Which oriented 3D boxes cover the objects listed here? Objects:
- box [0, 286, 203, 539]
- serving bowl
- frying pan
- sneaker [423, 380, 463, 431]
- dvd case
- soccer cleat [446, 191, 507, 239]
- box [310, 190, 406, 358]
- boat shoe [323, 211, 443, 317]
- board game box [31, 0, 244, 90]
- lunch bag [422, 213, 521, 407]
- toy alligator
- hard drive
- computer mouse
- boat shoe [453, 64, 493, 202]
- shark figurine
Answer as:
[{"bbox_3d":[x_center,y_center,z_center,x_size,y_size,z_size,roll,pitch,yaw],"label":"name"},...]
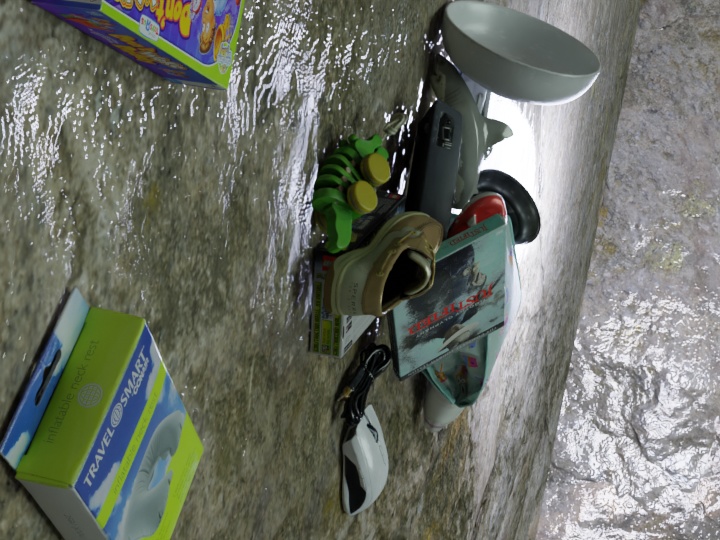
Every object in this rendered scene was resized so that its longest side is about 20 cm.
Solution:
[{"bbox_3d":[-0.161,0.117,0.903,0.201,0.047,0.123,77,27,-55],"label":"box"},{"bbox_3d":[0.182,-0.249,1.648,0.200,0.198,0.066,-50,163,-60],"label":"serving bowl"},{"bbox_3d":[0.161,-0.077,1.830,0.031,0.189,0.116,-40,111,-32],"label":"frying pan"},{"bbox_3d":[0.124,0.142,1.910,0.200,0.074,0.100,-57,170,-55],"label":"sneaker"},{"bbox_3d":[0.094,0.033,1.509,0.145,0.022,0.201,-27,149,-13],"label":"dvd case"},{"bbox_3d":[0.114,-0.026,1.562,0.201,0.068,0.086,103,-21,-46],"label":"soccer cleat"},{"bbox_3d":[0.000,0.000,1.418,0.200,0.034,0.112,-46,142,-64],"label":"box"},{"bbox_3d":[0.038,0.000,1.336,0.200,0.066,0.075,-38,136,-52],"label":"boat shoe"},{"bbox_3d":[-0.123,-0.200,0.850,0.200,0.044,0.136,18,82,-74],"label":"board game box"},{"bbox_3d":[0.139,0.052,1.786,0.171,0.120,0.202,-64,152,-46],"label":"lunch bag"},{"bbox_3d":[-0.007,-0.100,1.312,0.054,0.059,0.201,43,46,-21],"label":"toy alligator"},{"bbox_3d":[0.074,-0.077,1.547,0.135,0.042,0.203,135,-36,-80],"label":"hard drive"},{"bbox_3d":[0.009,0.190,1.546,0.110,0.043,0.202,-61,155,-52],"label":"computer mouse"},{"bbox_3d":[0.135,-0.160,1.740,0.074,0.066,0.202,-63,157,-45],"label":"boat shoe"},{"bbox_3d":[0.138,-0.141,1.652,0.129,0.088,0.217,-117,-165,-55],"label":"shark figurine"}]
